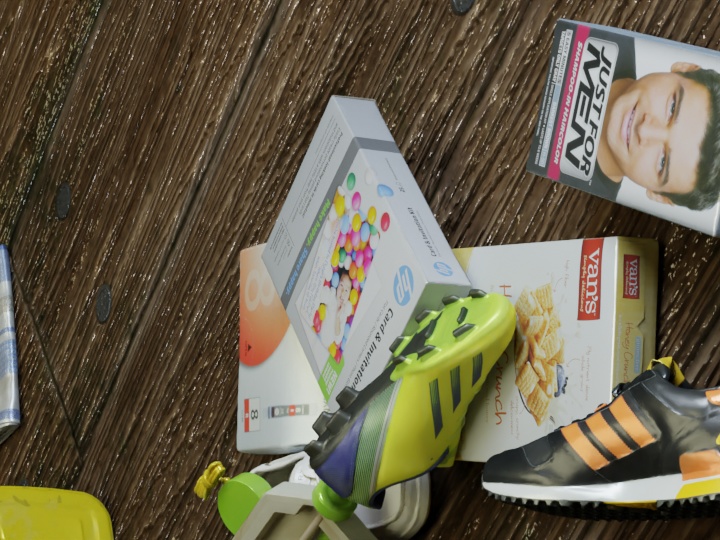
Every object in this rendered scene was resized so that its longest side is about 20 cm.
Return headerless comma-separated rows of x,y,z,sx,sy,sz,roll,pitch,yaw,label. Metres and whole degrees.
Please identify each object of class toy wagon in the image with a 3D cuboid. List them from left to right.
-0.039,0.211,1.632,0.200,0.039,0.156,48,131,16,toy wagon

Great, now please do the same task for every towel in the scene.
-0.391,0.092,2.364,0.147,0.024,0.202,-37,54,51,towel

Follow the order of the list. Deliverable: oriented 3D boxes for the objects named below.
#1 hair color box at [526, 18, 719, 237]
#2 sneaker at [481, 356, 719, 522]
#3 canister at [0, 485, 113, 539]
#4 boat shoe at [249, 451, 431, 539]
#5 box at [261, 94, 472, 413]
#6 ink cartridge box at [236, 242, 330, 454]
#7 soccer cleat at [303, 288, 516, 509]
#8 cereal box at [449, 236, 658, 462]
0.184,-0.086,1.366,0.200,0.060,0.100,25,106,58,hair color box
0.161,0.097,1.338,0.199,0.070,0.091,-6,74,38,sneaker
-0.330,0.277,2.104,0.200,0.147,0.087,-45,47,45,canister
-0.021,0.164,1.665,0.199,0.069,0.072,-13,72,58,boat shoe
0.000,0.000,1.611,0.157,0.041,0.201,-64,37,35,box
-0.031,0.054,1.724,0.200,0.050,0.164,-15,72,62,ink cartridge box
0.046,0.086,1.508,0.200,0.084,0.065,-43,13,33,soccer cleat
0.117,0.054,1.476,0.199,0.039,0.145,-6,81,60,cereal box
